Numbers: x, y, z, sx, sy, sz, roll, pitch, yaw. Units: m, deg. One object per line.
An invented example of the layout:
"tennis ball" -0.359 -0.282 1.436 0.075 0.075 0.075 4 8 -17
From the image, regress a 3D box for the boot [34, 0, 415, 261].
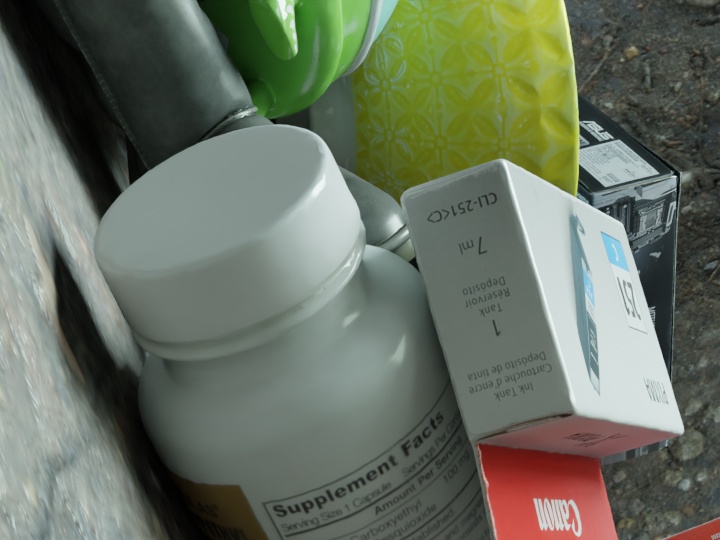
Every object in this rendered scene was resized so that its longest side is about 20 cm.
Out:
"boot" -0.070 -0.089 0.982 0.182 0.073 0.200 12 -53 47

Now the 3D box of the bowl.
"bowl" 0.019 -0.081 1.178 0.200 0.108 0.200 173 -90 -76

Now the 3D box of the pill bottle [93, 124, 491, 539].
"pill bottle" -0.015 0.054 0.913 0.114 0.114 0.200 -105 171 -60

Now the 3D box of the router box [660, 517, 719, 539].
"router box" 0.165 0.209 1.141 0.049 0.200 0.180 61 7 -66

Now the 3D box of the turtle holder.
"turtle holder" -0.043 -0.157 1.058 0.141 0.132 0.186 24 -40 33

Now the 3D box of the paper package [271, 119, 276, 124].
"paper package" -0.090 -0.178 1.266 0.200 0.103 0.191 62 7 -57

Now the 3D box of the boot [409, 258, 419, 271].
"boot" 0.000 0.000 1.108 0.077 0.138 0.200 33 26 -40

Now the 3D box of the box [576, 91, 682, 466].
"box" 0.090 -0.017 1.294 0.200 0.050 0.158 -134 -145 -53

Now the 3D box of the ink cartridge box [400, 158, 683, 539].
"ink cartridge box" 0.082 0.059 0.946 0.200 0.045 0.176 16 58 -71
